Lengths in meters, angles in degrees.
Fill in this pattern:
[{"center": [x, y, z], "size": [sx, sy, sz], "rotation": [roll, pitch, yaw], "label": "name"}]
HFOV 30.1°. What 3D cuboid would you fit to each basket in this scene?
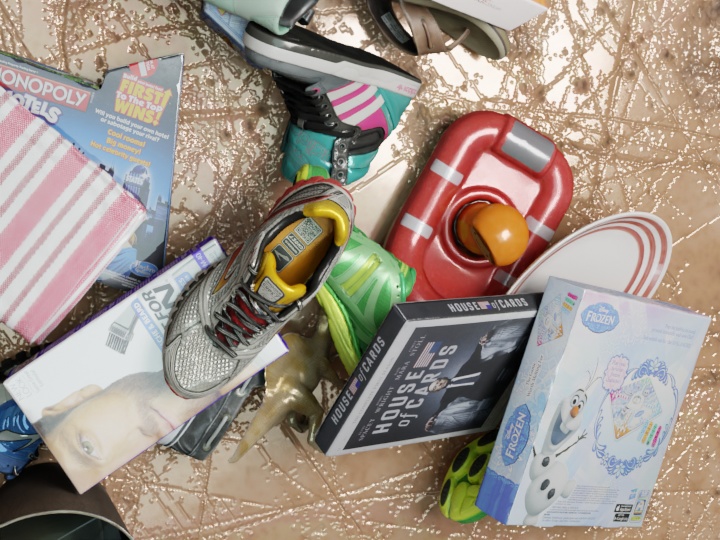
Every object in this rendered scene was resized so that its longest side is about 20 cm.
[{"center": [-0.257, 0.237, 1.078], "size": [0.179, 0.200, 0.137], "rotation": [-31, 101, -5], "label": "basket"}]

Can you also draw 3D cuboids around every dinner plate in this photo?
[{"center": [0.184, 0.022, 1.160], "size": [0.199, 0.024, 0.201], "rotation": [-24, 142, -20], "label": "dinner plate"}]

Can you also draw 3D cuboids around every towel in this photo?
[{"center": [-0.287, -0.056, 1.060], "size": [0.200, 0.030, 0.147], "rotation": [40, 90, -10], "label": "towel"}]

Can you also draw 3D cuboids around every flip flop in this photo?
[{"center": [0.038, -0.212, 1.106], "size": [0.199, 0.081, 0.058], "rotation": [17, 93, -37], "label": "flip flop"}]

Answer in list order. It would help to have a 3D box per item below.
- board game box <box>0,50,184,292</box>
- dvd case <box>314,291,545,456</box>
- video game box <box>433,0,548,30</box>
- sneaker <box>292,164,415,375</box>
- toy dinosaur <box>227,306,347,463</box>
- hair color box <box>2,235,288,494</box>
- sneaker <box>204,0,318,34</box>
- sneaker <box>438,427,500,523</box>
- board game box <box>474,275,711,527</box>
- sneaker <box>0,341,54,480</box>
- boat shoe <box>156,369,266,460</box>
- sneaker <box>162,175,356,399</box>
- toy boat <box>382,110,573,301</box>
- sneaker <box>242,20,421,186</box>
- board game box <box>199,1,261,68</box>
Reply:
[{"center": [-0.227, -0.102, 1.106], "size": [0.198, 0.062, 0.202], "rotation": [20, 94, -12], "label": "board game box"}, {"center": [0.071, 0.082, 1.087], "size": [0.199, 0.025, 0.151], "rotation": [-4, 134, -42], "label": "dvd case"}, {"center": [0.065, -0.290, 1.040], "size": [0.046, 0.199, 0.184], "rotation": [-22, 81, 27], "label": "video game box"}, {"center": [0.000, 0.000, 1.093], "size": [0.083, 0.074, 0.201], "rotation": [-21, 109, 6], "label": "sneaker"}, {"center": [-0.057, 0.106, 1.147], "size": [0.201, 0.058, 0.101], "rotation": [-55, 130, -29], "label": "toy dinosaur"}, {"center": [-0.169, 0.073, 1.065], "size": [0.199, 0.065, 0.110], "rotation": [-35, 98, -4], "label": "hair color box"}, {"center": [-0.042, -0.274, 1.009], "size": [0.118, 0.074, 0.201], "rotation": [33, 93, 13], "label": "sneaker"}, {"center": [0.159, 0.167, 1.194], "size": [0.199, 0.074, 0.084], "rotation": [-35, 119, -14], "label": "sneaker"}, {"center": [0.201, 0.117, 1.136], "size": [0.199, 0.043, 0.201], "rotation": [12, 99, -45], "label": "board game box"}, {"center": [-0.283, 0.121, 1.131], "size": [0.198, 0.079, 0.090], "rotation": [-13, 114, -4], "label": "sneaker"}, {"center": [-0.107, 0.073, 1.156], "size": [0.071, 0.072, 0.201], "rotation": [34, 97, -27], "label": "boat shoe"}, {"center": [-0.080, 0.013, 0.999], "size": [0.078, 0.082, 0.201], "rotation": [37, 96, -10], "label": "sneaker"}, {"center": [0.105, -0.033, 1.137], "size": [0.130, 0.131, 0.201], "rotation": [28, 92, -12], "label": "toy boat"}, {"center": [-0.040, -0.128, 1.095], "size": [0.199, 0.083, 0.122], "rotation": [9, 111, -51], "label": "sneaker"}, {"center": [-0.116, -0.274, 1.094], "size": [0.198, 0.062, 0.202], "rotation": [8, 96, -11], "label": "board game box"}]
